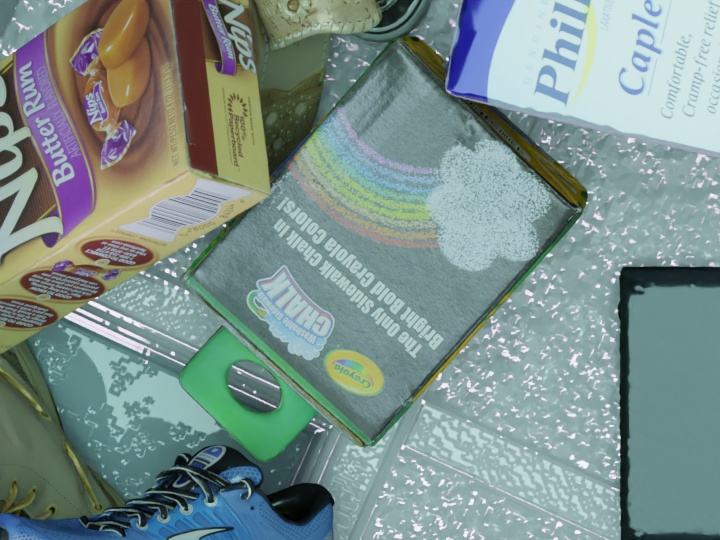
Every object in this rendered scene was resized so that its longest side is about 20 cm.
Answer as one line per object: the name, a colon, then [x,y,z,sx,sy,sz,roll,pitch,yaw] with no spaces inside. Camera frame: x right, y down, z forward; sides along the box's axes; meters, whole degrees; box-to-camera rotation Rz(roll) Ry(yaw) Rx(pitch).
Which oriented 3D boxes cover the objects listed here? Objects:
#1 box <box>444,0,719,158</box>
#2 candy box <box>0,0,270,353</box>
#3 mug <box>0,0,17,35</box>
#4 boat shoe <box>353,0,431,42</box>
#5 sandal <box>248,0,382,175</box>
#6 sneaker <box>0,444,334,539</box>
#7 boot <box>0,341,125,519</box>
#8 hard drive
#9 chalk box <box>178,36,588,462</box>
box: [0.150,-0.114,1.373,0.199,0.184,0.105,13,96,5]
candy box: [-0.132,-0.052,1.393,0.200,0.056,0.117,-30,57,39]
mug: [-0.250,-0.139,1.430,0.149,0.153,0.188,3,95,5]
boat shoe: [0.003,-0.212,1.442,0.070,0.064,0.201,-2,94,6]
sandal: [-0.018,-0.124,1.404,0.070,0.077,0.212,35,135,30]
sneaker: [-0.093,0.122,1.396,0.078,0.199,0.090,21,101,47]
boot: [-0.173,0.118,1.436,0.073,0.155,0.201,-27,90,13]
hard drive: [0.226,0.068,1.454,0.199,0.033,0.140,0,94,6]
chalk box: [0.000,0.000,1.430,0.124,0.124,0.200,43,98,1]
